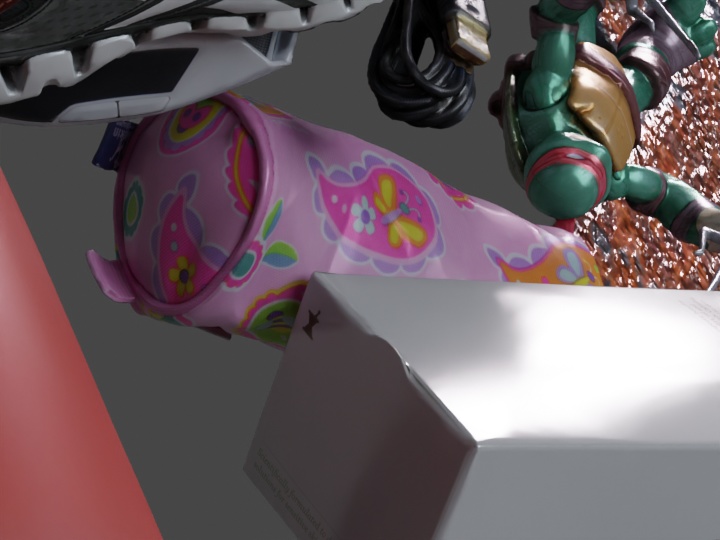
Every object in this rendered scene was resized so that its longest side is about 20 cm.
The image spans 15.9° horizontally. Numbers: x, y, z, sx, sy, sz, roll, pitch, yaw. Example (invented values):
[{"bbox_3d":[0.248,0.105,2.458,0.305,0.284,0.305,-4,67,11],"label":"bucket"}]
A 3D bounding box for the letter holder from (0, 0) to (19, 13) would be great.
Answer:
[{"bbox_3d":[-0.170,-0.112,0.649,0.142,0.200,0.101,22,57,-44],"label":"letter holder"}]

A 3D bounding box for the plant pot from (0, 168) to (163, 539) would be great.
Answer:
[{"bbox_3d":[-0.153,0.038,0.626,0.200,0.200,0.178,11,55,-48],"label":"plant pot"}]

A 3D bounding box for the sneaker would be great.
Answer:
[{"bbox_3d":[-0.047,-0.113,0.767,0.200,0.091,0.067,-19,59,-17],"label":"sneaker"}]

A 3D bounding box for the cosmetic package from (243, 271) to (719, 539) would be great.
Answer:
[{"bbox_3d":[0.076,0.062,0.867,0.200,0.085,0.108,2,30,-34],"label":"cosmetic package"}]

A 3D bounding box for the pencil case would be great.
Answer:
[{"bbox_3d":[0.000,0.000,0.905,0.200,0.087,0.088,20,59,-44],"label":"pencil case"}]

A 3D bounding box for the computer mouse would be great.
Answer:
[{"bbox_3d":[-0.059,-0.079,0.832,0.044,0.199,0.110,93,-10,-46],"label":"computer mouse"}]

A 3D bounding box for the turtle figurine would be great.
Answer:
[{"bbox_3d":[0.102,-0.072,1.046,0.200,0.100,0.150,-78,149,-56],"label":"turtle figurine"}]
